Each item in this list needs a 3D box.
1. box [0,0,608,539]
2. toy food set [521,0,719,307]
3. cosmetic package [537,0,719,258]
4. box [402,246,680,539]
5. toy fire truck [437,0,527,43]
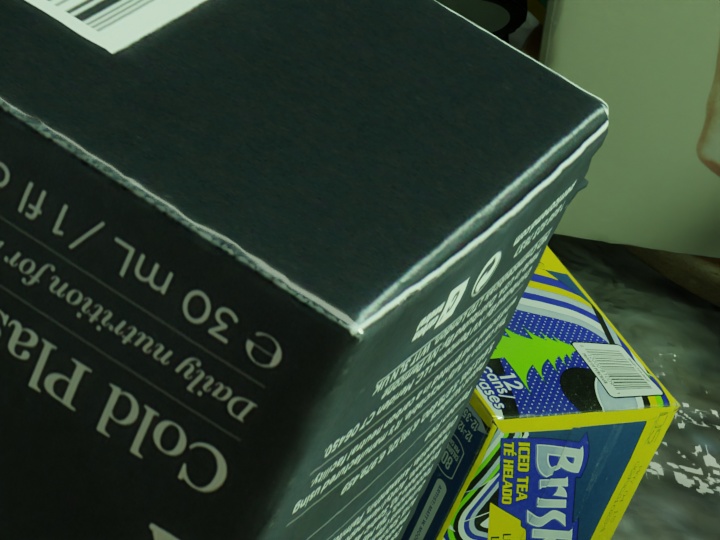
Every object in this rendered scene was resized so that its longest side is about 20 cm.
[{"bbox_3d":[-0.090,0.014,0.552,0.200,0.197,0.124,32,33,12],"label":"box"},{"bbox_3d":[0.145,-0.040,0.943,0.198,0.049,0.200,-2,40,-36],"label":"toy food set"},{"bbox_3d":[0.102,-0.107,0.799,0.087,0.200,0.103,10,50,3],"label":"cosmetic package"},{"bbox_3d":[0.000,0.000,0.759,0.064,0.070,0.200,-2,39,-35],"label":"box"},{"bbox_3d":[-0.049,-0.139,0.854,0.200,0.176,0.129,0,74,-4],"label":"toy fire truck"}]
